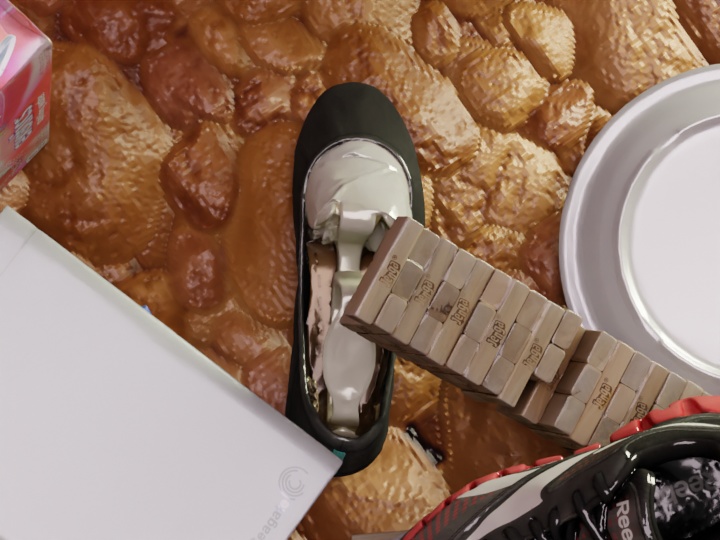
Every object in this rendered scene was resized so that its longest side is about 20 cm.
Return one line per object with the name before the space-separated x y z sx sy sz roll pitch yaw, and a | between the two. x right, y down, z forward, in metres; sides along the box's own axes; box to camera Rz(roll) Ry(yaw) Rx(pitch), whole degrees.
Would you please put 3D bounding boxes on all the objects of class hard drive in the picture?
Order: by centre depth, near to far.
hard drive | -0.126 0.082 1.082 0.200 0.026 0.132 37 78 -1

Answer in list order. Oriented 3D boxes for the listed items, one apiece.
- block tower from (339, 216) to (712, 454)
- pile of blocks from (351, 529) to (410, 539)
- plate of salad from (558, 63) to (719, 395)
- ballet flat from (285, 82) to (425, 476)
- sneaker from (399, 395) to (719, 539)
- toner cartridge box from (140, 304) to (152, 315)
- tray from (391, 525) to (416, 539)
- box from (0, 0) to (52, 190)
block tower | 0.084 0.045 1.096 0.199 0.058 0.054 31 81 -16
pile of blocks | 0.094 0.153 1.119 0.199 0.082 0.063 -3 81 -10
plate of salad | 0.199 -0.007 1.179 0.199 0.048 0.201 0 78 1
ballet flat | 0.000 0.000 1.136 0.068 0.068 0.201 2 80 -6
sneaker | 0.095 0.115 1.006 0.199 0.098 0.071 -24 93 4
toner cartridge box | -0.168 0.106 1.107 0.199 0.043 0.095 -29 85 -12
tray | -0.003 0.199 1.090 0.199 0.022 0.108 -33 90 15
box | -0.207 -0.075 1.049 0.095 0.200 0.103 42 77 0
